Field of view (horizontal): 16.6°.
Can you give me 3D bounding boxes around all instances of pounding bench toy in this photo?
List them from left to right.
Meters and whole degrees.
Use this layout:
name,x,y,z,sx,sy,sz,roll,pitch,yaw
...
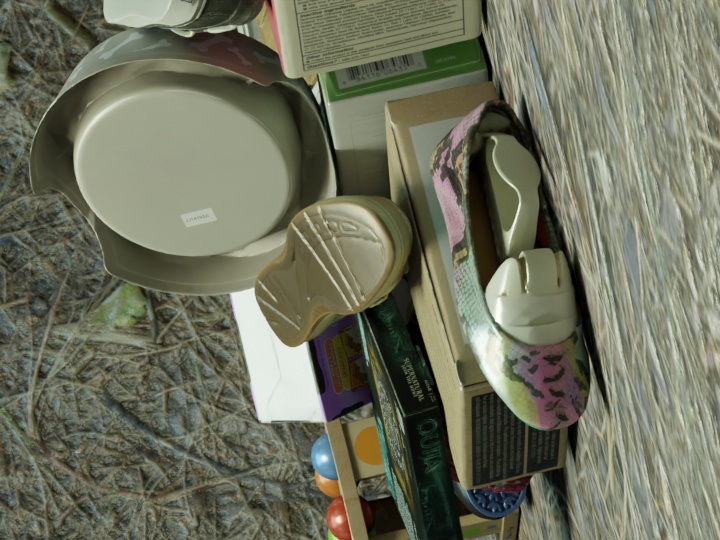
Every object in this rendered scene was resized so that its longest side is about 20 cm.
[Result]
name,x,y,z,sx,sy,sz,roll,pitch,yaw
pounding bench toy,0.043,0.189,2.102,0.200,0.155,0.125,84,173,-70

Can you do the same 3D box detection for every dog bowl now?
name,x,y,z,sx,sy,sz,roll,pitch,yaw
dog bowl,-0.111,-0.075,1.594,0.059,0.199,0.201,-83,-12,-46

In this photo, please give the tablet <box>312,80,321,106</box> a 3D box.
name,x,y,z,sx,sy,sz,roll,pitch,yaw
tablet,-0.017,-0.154,1.882,0.130,0.014,0.200,-58,3,-21

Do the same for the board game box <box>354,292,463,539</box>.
name,x,y,z,sx,sy,sz,roll,pitch,yaw
board game box,0.035,0.116,1.652,0.136,0.028,0.201,-112,8,-46

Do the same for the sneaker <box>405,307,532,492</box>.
name,x,y,z,sx,sy,sz,roll,pitch,yaw
sneaker,0.086,0.077,1.708,0.075,0.080,0.201,-65,-26,-44

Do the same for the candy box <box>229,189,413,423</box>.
name,x,y,z,sx,sy,sz,roll,pitch,yaw
candy box,0.000,0.000,1.762,0.071,0.200,0.169,-4,102,44

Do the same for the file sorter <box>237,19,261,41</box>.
name,x,y,z,sx,sy,sz,roll,pitch,yaw
file sorter,-0.069,-0.312,2.010,0.125,0.138,0.201,-131,25,-54

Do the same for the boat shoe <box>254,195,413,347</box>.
name,x,y,z,sx,sy,sz,roll,pitch,yaw
boat shoe,-0.006,-0.007,1.541,0.072,0.065,0.200,60,154,7

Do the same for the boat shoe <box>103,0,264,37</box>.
name,x,y,z,sx,sy,sz,roll,pitch,yaw
boat shoe,-0.111,-0.175,1.521,0.200,0.063,0.071,-146,70,-67

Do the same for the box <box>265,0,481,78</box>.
name,x,y,z,sx,sy,sz,roll,pitch,yaw
box,-0.003,-0.220,1.443,0.200,0.127,0.109,84,173,-61

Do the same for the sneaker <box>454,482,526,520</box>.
name,x,y,z,sx,sy,sz,roll,pitch,yaw
sneaker,0.075,0.097,1.912,0.078,0.070,0.201,142,114,-80

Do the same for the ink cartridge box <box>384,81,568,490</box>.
name,x,y,z,sx,sy,sz,roll,pitch,yaw
ink cartridge box,0.073,0.011,1.528,0.165,0.075,0.201,86,171,-64

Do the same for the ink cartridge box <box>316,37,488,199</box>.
name,x,y,z,sx,sy,sz,roll,pitch,yaw
ink cartridge box,0.031,-0.087,1.620,0.200,0.103,0.060,81,176,-59

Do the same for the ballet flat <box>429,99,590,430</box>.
name,x,y,z,sx,sy,sz,roll,pitch,yaw
ballet flat,0.086,-0.010,1.372,0.071,0.069,0.201,115,148,-52

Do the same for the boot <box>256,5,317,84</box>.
name,x,y,z,sx,sy,sz,roll,pitch,yaw
boot,-0.041,-0.272,1.900,0.200,0.066,0.176,117,145,-50
